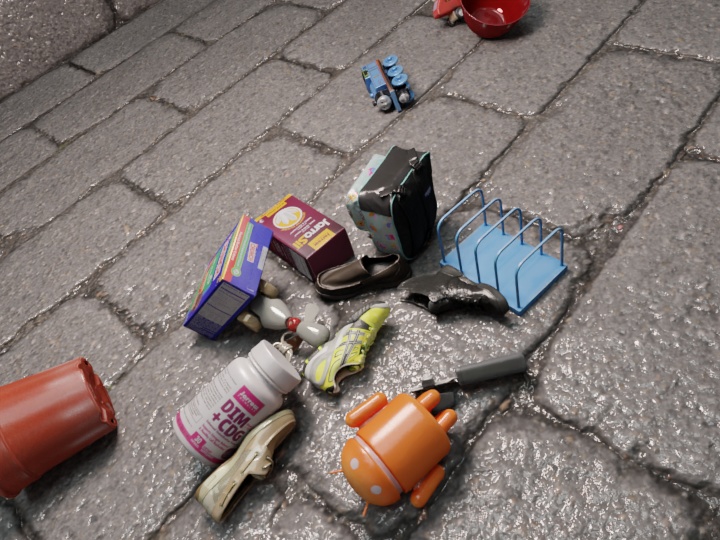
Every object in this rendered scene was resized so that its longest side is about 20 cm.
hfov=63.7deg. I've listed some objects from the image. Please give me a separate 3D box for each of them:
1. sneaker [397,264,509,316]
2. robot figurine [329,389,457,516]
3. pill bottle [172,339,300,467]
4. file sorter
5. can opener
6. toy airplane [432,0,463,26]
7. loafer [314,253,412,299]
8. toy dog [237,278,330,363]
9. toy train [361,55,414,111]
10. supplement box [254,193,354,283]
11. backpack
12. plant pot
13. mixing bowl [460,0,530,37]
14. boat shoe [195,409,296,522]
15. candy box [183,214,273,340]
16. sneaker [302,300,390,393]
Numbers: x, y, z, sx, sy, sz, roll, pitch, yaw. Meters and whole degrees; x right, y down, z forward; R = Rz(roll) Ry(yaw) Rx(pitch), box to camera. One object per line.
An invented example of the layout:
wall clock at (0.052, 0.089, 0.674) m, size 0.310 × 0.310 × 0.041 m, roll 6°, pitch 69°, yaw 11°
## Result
sneaker at (0.167, 0.053, 1.065) m, size 0.104 × 0.060 × 0.200 m, roll -38°, pitch 43°, yaw -18°
robot figurine at (0.055, 0.267, 0.866) m, size 0.200 × 0.144 × 0.117 m, roll -38°, pitch 28°, yaw -15°
pill bottle at (-0.204, 0.219, 0.970) m, size 0.200 × 0.113 × 0.113 m, roll -44°, pitch 49°, yaw -3°
file sorter at (0.258, -0.044, 1.076) m, size 0.139 × 0.123 × 0.200 m, roll -40°, pitch 49°, yaw -17°
can opener at (0.177, 0.184, 0.956) m, size 0.199 × 0.053 × 0.067 m, roll -19°, pitch 80°, yaw 4°
toy airplane at (0.302, -0.869, 1.773) m, size 0.200 × 0.141 × 0.199 m, roll -39°, pitch 14°, yaw 33°
loafer at (0.000, 0.000, 1.157) m, size 0.199 × 0.071 × 0.073 m, roll -13°, pitch 46°, yaw 6°
toy dog at (-0.141, 0.102, 1.109) m, size 0.132 × 0.096 × 0.200 m, roll -42°, pitch 61°, yaw -1°
toy train at (0.074, -0.511, 1.594) m, size 0.114 × 0.087 × 0.200 m, roll -24°, pitch 47°, yaw 9°
supplement box at (-0.124, -0.071, 1.254) m, size 0.110 × 0.086 × 0.200 m, roll -41°, pitch 50°, yaw -19°
backpack at (0.072, -0.127, 1.165) m, size 0.153 × 0.200 × 0.176 m, roll 11°, pitch 57°, yaw 34°
plant pot at (-0.561, 0.265, 1.037) m, size 0.195 × 0.201 × 0.201 m, roll -26°, pitch 45°, yaw -17°
mixing bowl at (0.376, -0.748, 1.665) m, size 0.199 × 0.108 × 0.201 m, roll 0°, pitch 71°, yaw 0°
boat shoe at (-0.171, 0.313, 0.937) m, size 0.065 × 0.072 × 0.200 m, roll 36°, pitch 67°, yaw 26°
candy box at (-0.262, 0.017, 1.153) m, size 0.200 × 0.077 × 0.169 m, roll -41°, pitch 29°, yaw 41°
sneaker at (-0.010, 0.139, 1.045) m, size 0.076 × 0.075 × 0.200 m, roll 38°, pitch 76°, yaw 28°
